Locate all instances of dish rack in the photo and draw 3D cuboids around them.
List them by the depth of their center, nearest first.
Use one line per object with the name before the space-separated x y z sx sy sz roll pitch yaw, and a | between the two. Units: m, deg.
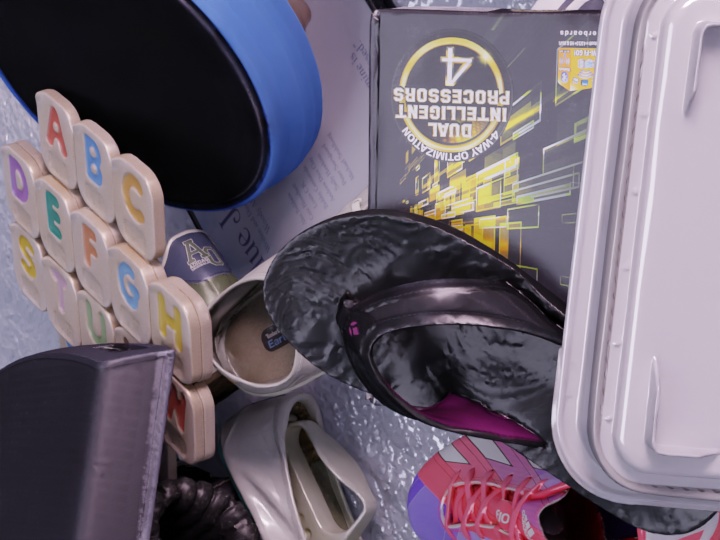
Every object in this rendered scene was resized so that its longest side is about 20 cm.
dish rack | 0.161 -0.007 0.608 0.044 0.170 0.202 -112 28 -82

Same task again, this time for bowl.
bowl | -0.113 -0.109 0.873 0.199 0.039 0.201 24 146 17

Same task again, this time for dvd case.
dvd case | -0.037 -0.076 0.921 0.200 0.017 0.143 -48 65 43

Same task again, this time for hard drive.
hard drive | -0.156 0.103 0.895 0.200 0.042 0.136 -12 69 61

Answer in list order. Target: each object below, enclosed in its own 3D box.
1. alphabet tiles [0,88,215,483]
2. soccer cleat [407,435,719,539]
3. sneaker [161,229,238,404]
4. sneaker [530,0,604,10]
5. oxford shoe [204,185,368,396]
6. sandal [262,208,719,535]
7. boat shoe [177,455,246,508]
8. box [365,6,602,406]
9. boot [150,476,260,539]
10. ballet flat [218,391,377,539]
alphabet tiles | -0.135 0.014 0.915 0.200 0.015 0.197 38 138 42
soccer cleat | 0.081 0.107 0.793 0.199 0.076 0.067 -8 94 48
sneaker | -0.118 0.041 0.992 0.200 0.067 0.091 -34 76 53
sneaker | 0.087 -0.020 0.758 0.079 0.078 0.202 25 111 25
oxford shoe | 0.000 0.000 0.838 0.199 0.058 0.076 -35 72 23
sandal | 0.050 0.035 0.661 0.199 0.048 0.076 25 108 14
boat shoe | -0.124 0.140 1.028 0.200 0.072 0.063 -28 82 52
box | 0.101 -0.021 0.685 0.198 0.049 0.163 5 101 21
boot | -0.074 0.210 0.931 0.211 0.080 0.157 43 138 -15
ballet flat | -0.011 0.153 0.921 0.069 0.069 0.201 -44 66 43
